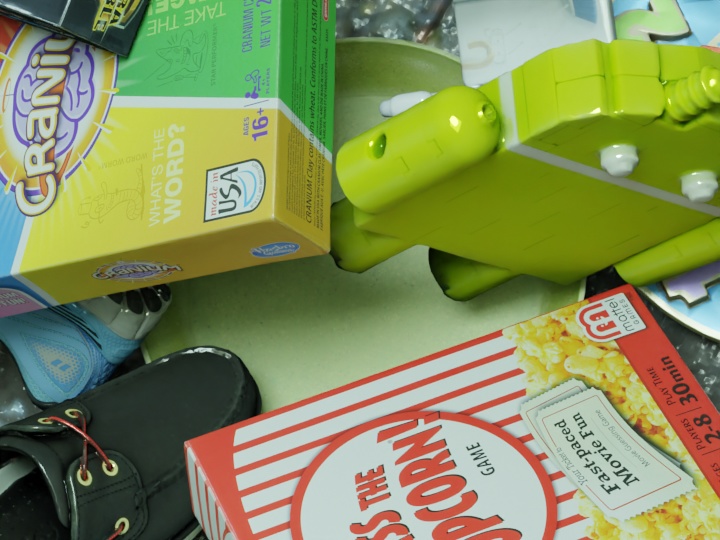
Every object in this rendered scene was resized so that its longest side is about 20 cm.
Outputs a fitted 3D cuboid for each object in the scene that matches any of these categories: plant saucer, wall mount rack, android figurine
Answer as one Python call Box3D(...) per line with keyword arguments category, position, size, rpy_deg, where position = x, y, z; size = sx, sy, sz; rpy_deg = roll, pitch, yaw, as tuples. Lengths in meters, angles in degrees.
Box3D(category="plant saucer", position=(0.000, 0.000, 1.228), size=(0.198, 0.031, 0.202), rpy_deg=(-2, 78, 9))
Box3D(category="wall mount rack", position=(0.086, -0.131, 1.134), size=(0.173, 0.075, 0.202), rpy_deg=(-7, 93, 18))
Box3D(category="android figurine", position=(0.082, -0.036, 1.108), size=(0.199, 0.181, 0.041), rpy_deg=(-23, 62, 42))

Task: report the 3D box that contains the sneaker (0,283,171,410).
Box3D(category="sneaker", position=(-0.175, -0.013, 1.234), size=(0.200, 0.078, 0.090), rpy_deg=(42, 112, 28))

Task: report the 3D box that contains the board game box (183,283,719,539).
Box3D(category="board game box", position=(0.050, 0.100, 1.111), size=(0.199, 0.046, 0.152), rpy_deg=(-19, 48, -14))

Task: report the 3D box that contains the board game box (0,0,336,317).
Box3D(category="board game box", position=(-0.103, -0.066, 1.126), size=(0.199, 0.040, 0.154), rpy_deg=(-12, 66, 30))

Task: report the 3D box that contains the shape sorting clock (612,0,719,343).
Box3D(category="shape sorting clock", position=(0.187, -0.062, 1.206), size=(0.198, 0.039, 0.202), rpy_deg=(-2, 78, 9))

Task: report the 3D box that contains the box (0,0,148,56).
Box3D(category="box", position=(-0.148, -0.188, 1.135), size=(0.199, 0.046, 0.160), rpy_deg=(20, 88, 34))

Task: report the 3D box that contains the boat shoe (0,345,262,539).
Box3D(category="boat shoe", position=(-0.120, 0.092, 1.157), size=(0.201, 0.063, 0.074), rpy_deg=(-35, 63, -21))
